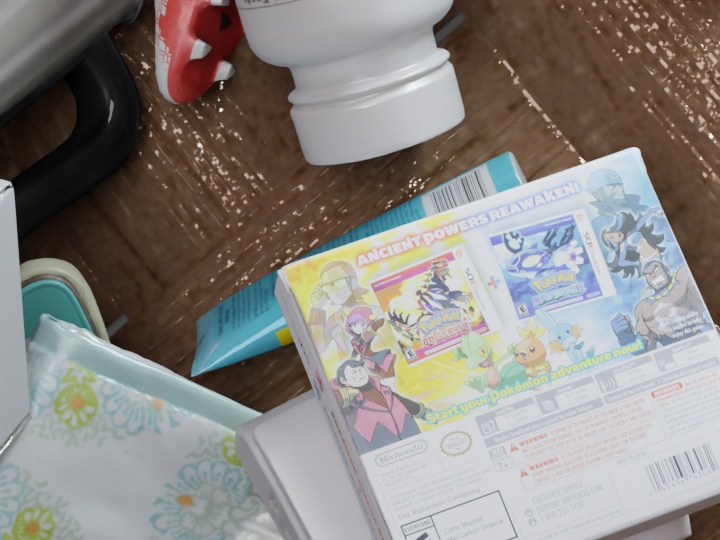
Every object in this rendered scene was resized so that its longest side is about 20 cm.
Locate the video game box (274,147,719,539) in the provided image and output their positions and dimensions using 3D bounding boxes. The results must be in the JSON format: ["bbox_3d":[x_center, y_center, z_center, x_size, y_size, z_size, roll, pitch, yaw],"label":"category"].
[{"bbox_3d":[0.080,0.054,1.434,0.199,0.047,0.183,-18,77,-13],"label":"video game box"}]

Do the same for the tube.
[{"bbox_3d":[0.000,0.000,1.531,0.199,0.077,0.051,-24,104,7],"label":"tube"}]

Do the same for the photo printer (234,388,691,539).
[{"bbox_3d":[0.060,0.110,1.474,0.199,0.069,0.167,-25,78,-14],"label":"photo printer"}]

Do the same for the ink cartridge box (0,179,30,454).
[{"bbox_3d":[-0.268,0.016,1.426,0.199,0.083,0.146,13,125,20],"label":"ink cartridge box"}]

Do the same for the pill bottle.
[{"bbox_3d":[-0.013,-0.163,1.504,0.114,0.114,0.201,-13,103,11],"label":"pill bottle"}]

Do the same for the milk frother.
[{"bbox_3d":[-0.240,-0.113,1.573,0.200,0.181,0.188,19,49,42],"label":"milk frother"}]

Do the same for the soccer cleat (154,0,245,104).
[{"bbox_3d":[-0.092,-0.189,1.577,0.085,0.069,0.201,9,82,22],"label":"soccer cleat"}]

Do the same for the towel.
[{"bbox_3d":[-0.116,0.137,1.506,0.199,0.048,0.172,26,90,-17],"label":"towel"}]

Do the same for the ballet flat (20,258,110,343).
[{"bbox_3d":[-0.143,0.086,1.549,0.069,0.069,0.201,-14,102,11],"label":"ballet flat"}]
